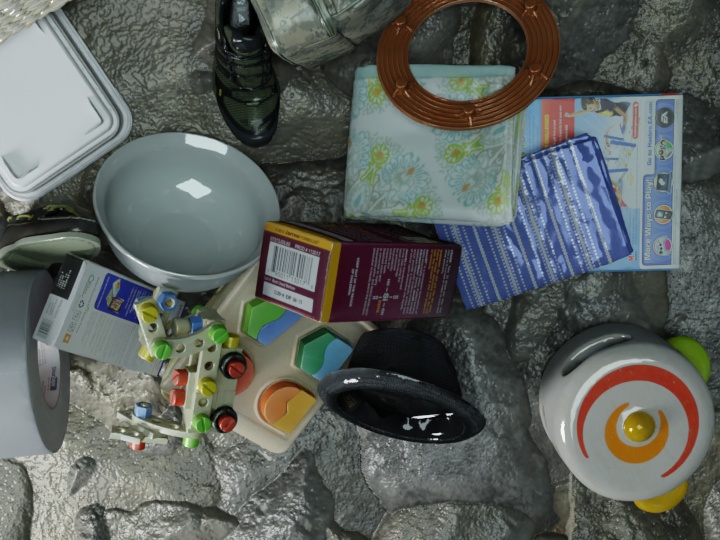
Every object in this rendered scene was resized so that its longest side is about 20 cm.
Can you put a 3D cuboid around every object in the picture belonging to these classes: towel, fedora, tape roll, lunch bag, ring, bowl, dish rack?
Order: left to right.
[{"bbox_3d":[-0.366,0.100,1.265,0.066,0.200,0.201,-5,100,-3],"label":"tape roll"},{"bbox_3d":[-0.370,-0.193,1.296,0.171,0.044,0.200,-33,99,3],"label":"dish rack"},{"bbox_3d":[-0.194,-0.047,1.282,0.200,0.202,0.091,17,140,-5],"label":"bowl"},{"bbox_3d":[-0.023,-0.305,1.213,0.167,0.200,0.140,-21,90,8],"label":"lunch bag"},{"bbox_3d":[0.053,0.123,1.328,0.200,0.201,0.092,14,65,-5],"label":"fedora"},{"bbox_3d":[0.081,-0.137,1.282,0.199,0.048,0.172,4,83,18],"label":"towel"},{"bbox_3d":[0.114,-0.240,1.263,0.199,0.019,0.201,-5,64,10],"label":"ring"},{"bbox_3d":[0.186,-0.053,1.299,0.199,0.024,0.145,-19,98,14],"label":"towel"}]

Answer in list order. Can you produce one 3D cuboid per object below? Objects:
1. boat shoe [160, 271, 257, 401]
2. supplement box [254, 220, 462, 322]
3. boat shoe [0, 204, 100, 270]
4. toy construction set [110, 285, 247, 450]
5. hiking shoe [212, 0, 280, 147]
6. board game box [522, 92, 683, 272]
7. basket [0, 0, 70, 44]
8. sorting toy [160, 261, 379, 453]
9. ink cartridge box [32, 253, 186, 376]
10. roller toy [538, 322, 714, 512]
[{"bbox_3d":[-0.161,0.066,1.347,0.073,0.063,0.201,27,105,-31],"label":"boat shoe"},{"bbox_3d":[0.000,0.000,1.260,0.199,0.110,0.086,0,104,-45],"label":"supplement box"},{"bbox_3d":[-0.334,-0.041,1.254,0.072,0.201,0.061,20,71,-36],"label":"boat shoe"},{"bbox_3d":[-0.193,0.115,1.238,0.131,0.092,0.201,3,121,-29],"label":"toy construction set"},{"bbox_3d":[-0.129,-0.231,1.270,0.075,0.101,0.201,-8,100,-1],"label":"hiking shoe"},{"bbox_3d":[0.261,-0.099,1.334,0.195,0.056,0.201,-1,100,-2],"label":"board game box"},{"bbox_3d":[-0.405,-0.339,1.189,0.198,0.161,0.201,-30,83,3],"label":"basket"},{"bbox_3d":[-0.098,0.102,1.328,0.185,0.036,0.200,35,99,-31],"label":"sorting toy"},{"bbox_3d":[-0.267,0.053,1.276,0.037,0.200,0.095,18,84,28],"label":"ink cartridge box"},{"bbox_3d":[0.301,0.163,1.337,0.182,0.140,0.201,15,99,-5],"label":"roller toy"}]
